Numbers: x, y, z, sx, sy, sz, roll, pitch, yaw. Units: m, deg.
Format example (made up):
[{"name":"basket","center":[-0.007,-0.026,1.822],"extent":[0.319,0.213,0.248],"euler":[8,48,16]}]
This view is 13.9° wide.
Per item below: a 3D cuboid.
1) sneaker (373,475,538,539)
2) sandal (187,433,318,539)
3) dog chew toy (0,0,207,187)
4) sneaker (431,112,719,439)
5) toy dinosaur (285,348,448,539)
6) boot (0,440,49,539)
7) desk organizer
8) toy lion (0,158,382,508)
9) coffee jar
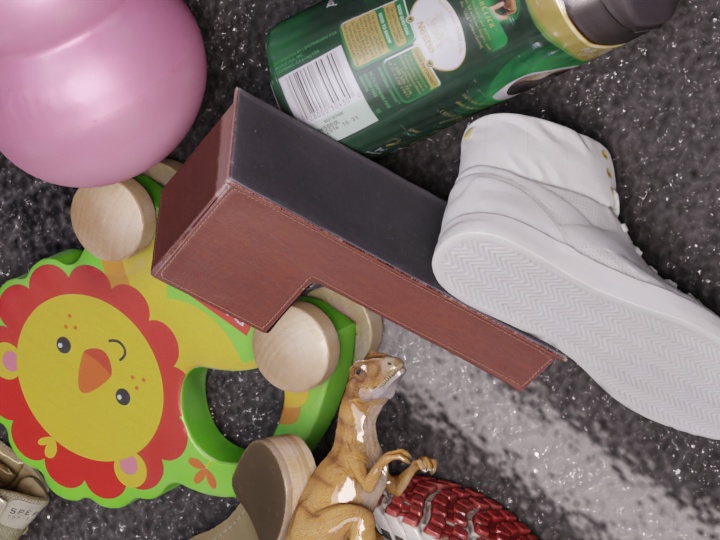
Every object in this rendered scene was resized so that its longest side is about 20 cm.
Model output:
[{"name":"sneaker","center":[0.064,0.175,1.513],"extent":[0.200,0.078,0.082],"euler":[35,111,18]},{"name":"sandal","center":[-0.044,0.155,1.563],"extent":[0.078,0.069,0.212],"euler":[66,149,28]},{"name":"dog chew toy","center":[-0.159,-0.143,1.510],"extent":[0.124,0.125,0.200],"euler":[-9,122,26]},{"name":"sneaker","center":[0.130,-0.005,1.460],"extent":[0.200,0.116,0.074],"euler":[32,131,-20]},{"name":"toy dinosaur","center":[-0.016,0.137,1.460],"extent":[0.106,0.060,0.201],"euler":[29,92,9]},{"name":"boot","center":[-0.219,0.186,1.653],"extent":[0.200,0.072,0.155],"euler":[46,110,14]},{"name":"desk organizer","center":[0.000,0.000,1.461],"extent":[0.200,0.072,0.077],"euler":[28,127,-21]},{"name":"toy lion","center":[-0.110,0.053,1.593],"extent":[0.200,0.069,0.192],"euler":[34,116,17]},{"name":"coffee jar","center":[0.058,-0.125,1.463],"extent":[0.199,0.104,0.086],"euler":[-24,87,25]}]
